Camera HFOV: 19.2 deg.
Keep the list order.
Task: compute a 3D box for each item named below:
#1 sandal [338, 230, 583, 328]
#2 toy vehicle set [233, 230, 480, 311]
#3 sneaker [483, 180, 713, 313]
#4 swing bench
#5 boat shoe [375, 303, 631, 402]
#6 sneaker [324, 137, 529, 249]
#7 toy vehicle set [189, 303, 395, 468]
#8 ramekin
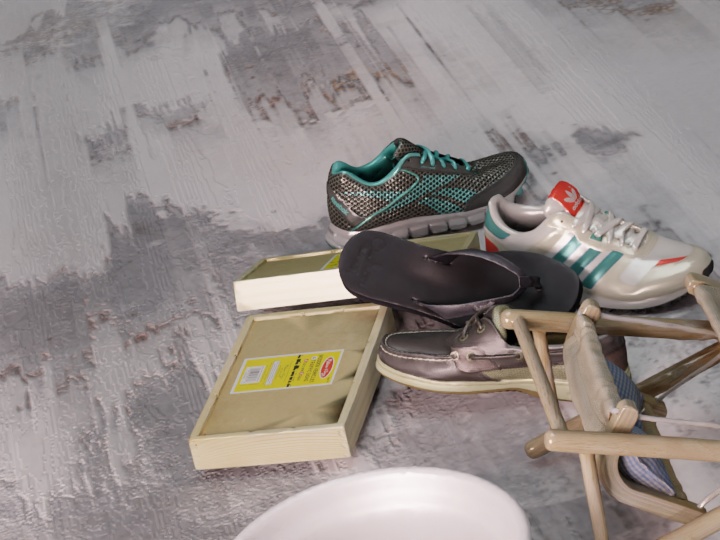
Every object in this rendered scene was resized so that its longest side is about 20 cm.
[{"bbox_3d":[0.079,0.012,1.719,0.200,0.076,0.043,8,-16,7],"label":"sandal"},{"bbox_3d":[0.000,0.000,1.829,0.200,0.027,0.124,-7,9,11],"label":"toy vehicle set"},{"bbox_3d":[0.190,-0.024,1.755,0.199,0.094,0.070,3,30,30],"label":"sneaker"},{"bbox_3d":[0.215,0.101,1.448,0.200,0.130,0.199,-12,25,-1],"label":"swing bench"},{"bbox_3d":[0.110,0.057,1.640,0.200,0.066,0.072,5,26,17],"label":"boat shoe"},{"bbox_3d":[0.058,-0.082,1.938,0.200,0.091,0.078,-19,27,-13],"label":"sneaker"},{"bbox_3d":[-0.051,0.089,1.693,0.124,0.027,0.200,-5,26,15],"label":"toy vehicle set"},{"bbox_3d":[0.016,0.217,1.338,0.200,0.098,0.201,-10,26,5],"label":"ramekin"}]
